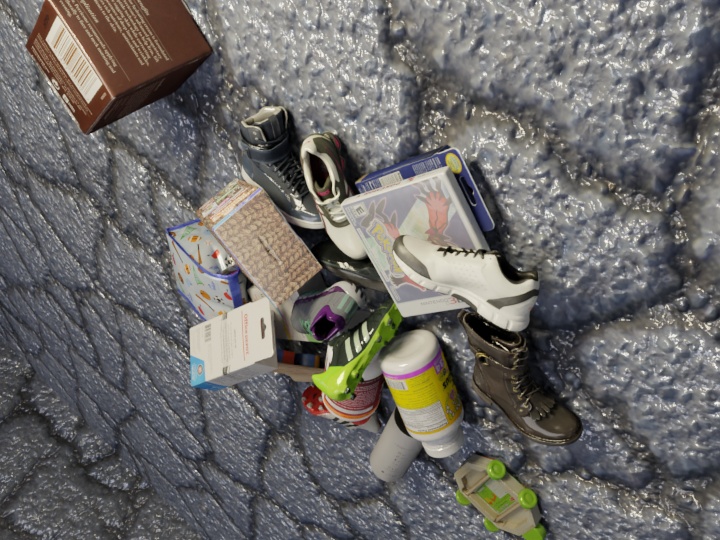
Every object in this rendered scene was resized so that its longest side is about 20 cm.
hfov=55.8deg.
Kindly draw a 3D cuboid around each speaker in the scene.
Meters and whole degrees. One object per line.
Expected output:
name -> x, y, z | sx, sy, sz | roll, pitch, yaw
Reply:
speaker -> 0.076, 0.320, 1.271 | 0.081, 0.081, 0.201 | 38, 142, 16

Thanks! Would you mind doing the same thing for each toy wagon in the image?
toy wagon -> 0.255, 0.413, 1.197 | 0.200, 0.040, 0.156 | 41, 143, 12

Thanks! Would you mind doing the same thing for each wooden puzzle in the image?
wooden puzzle -> -0.163, 0.186, 1.379 | 0.198, 0.047, 0.184 | 20, 161, -36

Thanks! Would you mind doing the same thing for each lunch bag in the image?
lunch bag -> -0.283, 0.013, 1.344 | 0.200, 0.123, 0.172 | 42, 147, 37

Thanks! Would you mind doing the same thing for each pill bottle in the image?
pill bottle -> -0.007, 0.168, 1.200 | 0.112, 0.113, 0.202 | 34, 141, 21
pill bottle -> 0.108, 0.206, 1.118 | 0.103, 0.104, 0.202 | 2, 123, 46

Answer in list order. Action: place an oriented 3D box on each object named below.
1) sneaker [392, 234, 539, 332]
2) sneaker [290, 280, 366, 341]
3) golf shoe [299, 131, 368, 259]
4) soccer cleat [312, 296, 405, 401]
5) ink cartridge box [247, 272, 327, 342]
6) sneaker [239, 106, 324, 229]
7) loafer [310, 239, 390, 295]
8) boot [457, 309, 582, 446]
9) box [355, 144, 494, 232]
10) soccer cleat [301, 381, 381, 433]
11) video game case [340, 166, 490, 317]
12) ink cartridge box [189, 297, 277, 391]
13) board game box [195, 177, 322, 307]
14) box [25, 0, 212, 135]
sneaker -> 0.135, -0.004, 0.862 | 0.198, 0.074, 0.081 | 26, 122, 8
sneaker -> -0.074, 0.081, 1.113 | 0.074, 0.088, 0.199 | 42, 144, -12
golf shoe -> -0.041, -0.100, 0.995 | 0.076, 0.088, 0.202 | -20, 104, 18
soccer cleat -> -0.001, 0.111, 1.074 | 0.080, 0.201, 0.068 | 25, 158, 30
ink cartridge box -> -0.138, 0.068, 1.290 | 0.198, 0.067, 0.118 | -2, 119, 48
sneaker -> -0.114, -0.163, 1.056 | 0.201, 0.077, 0.147 | 36, 145, 20
loafer -> 0.000, 0.000, 1.083 | 0.198, 0.073, 0.073 | 18, 137, 38
boot -> 0.220, 0.150, 0.947 | 0.199, 0.069, 0.175 | 29, 153, 30
box -> 0.090, -0.096, 0.932 | 0.199, 0.032, 0.122 | -11, 113, 50
soccer cleat -> -0.041, 0.282, 1.375 | 0.198, 0.069, 0.085 | 6, 144, 43
video game case -> 0.087, -0.030, 0.930 | 0.181, 0.023, 0.202 | -12, 116, 41
ink cartridge box -> -0.218, 0.136, 1.243 | 0.198, 0.068, 0.118 | -22, 63, 28
board game box -> -0.172, -0.052, 1.116 | 0.160, 0.097, 0.200 | 53, 170, -23
box -> -0.380, -0.349, 1.073 | 0.163, 0.200, 0.167 | -18, 108, 52
